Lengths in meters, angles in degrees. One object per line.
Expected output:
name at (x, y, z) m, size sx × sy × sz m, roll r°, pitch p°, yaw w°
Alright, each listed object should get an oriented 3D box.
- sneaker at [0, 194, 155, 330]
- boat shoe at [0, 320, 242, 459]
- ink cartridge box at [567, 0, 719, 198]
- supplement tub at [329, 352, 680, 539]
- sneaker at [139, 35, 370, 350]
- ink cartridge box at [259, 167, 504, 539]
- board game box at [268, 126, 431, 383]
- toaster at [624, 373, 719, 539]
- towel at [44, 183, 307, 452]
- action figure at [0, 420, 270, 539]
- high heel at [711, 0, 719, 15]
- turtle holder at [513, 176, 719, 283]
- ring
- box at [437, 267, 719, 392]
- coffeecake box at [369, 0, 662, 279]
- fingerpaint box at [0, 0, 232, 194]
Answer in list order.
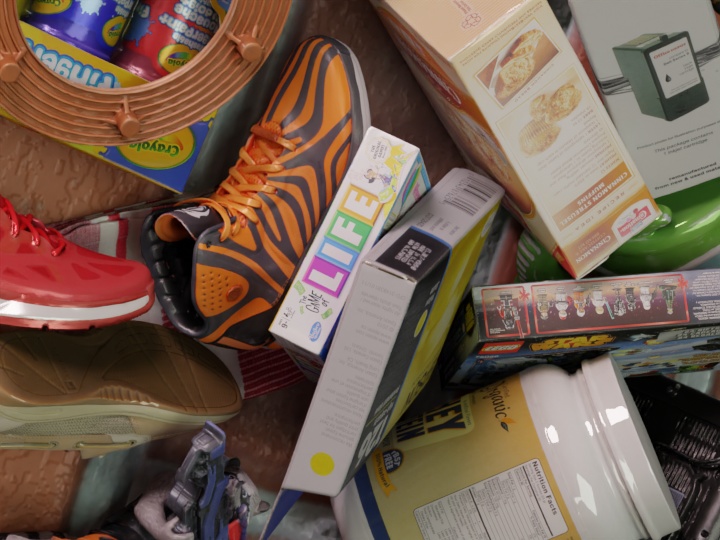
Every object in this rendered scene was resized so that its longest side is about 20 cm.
sneaker at (-0.209, -0.031, 1.577) m, size 0.199 × 0.078 × 0.117 m, roll 3°, pitch 100°, yaw -25°
boat shoe at (-0.159, 0.077, 1.636) m, size 0.199 × 0.072 × 0.065 m, roll 1°, pitch 140°, yaw -45°
ink cartridge box at (0.176, -0.167, 1.705) m, size 0.083 × 0.147 × 0.200 m, roll -18°, pitch 138°, yaw 7°
supplement tub at (0.093, 0.147, 1.748) m, size 0.199 × 0.145 × 0.145 m, roll -23°, pitch 118°, yaw 7°
sneaker at (-0.065, -0.047, 1.641) m, size 0.112 × 0.077 × 0.202 m, roll 5°, pitch 102°, yaw -44°
ink cartridge box at (0.014, 0.056, 1.648) m, size 0.198 × 0.047 × 0.201 m, roll -48°, pitch 158°, yaw -65°
board game box at (0.000, 0.000, 1.663) m, size 0.034 × 0.200 × 0.135 m, roll 25°, pitch 83°, yaw 9°
toaster at (0.207, 0.178, 1.850) m, size 0.118 × 0.180 × 0.201 m, roll 32°, pitch 84°, yaw -36°
towel at (-0.106, 0.022, 1.703) m, size 0.199 × 0.023 × 0.145 m, roll -15°, pitch 111°, yaw -29°
action figure at (-0.141, 0.156, 1.670) m, size 0.193 × 0.105 × 0.201 m, roll -18°, pitch 137°, yaw -33°
high heel at (0.169, -0.212, 1.797) m, size 0.142 × 0.071 × 0.200 m, roll -40°, pitch 121°, yaw -8°
turtle holder at (0.196, -0.034, 1.814) m, size 0.186 × 0.140 × 0.132 m, roll -53°, pitch 144°, yaw -22°
ring at (-0.129, -0.157, 1.519) m, size 0.199 × 0.019 × 0.202 m, roll -11°, pitch 124°, yaw -17°
box at (0.158, 0.038, 1.772) m, size 0.198 × 0.137 × 0.040 m, roll -4°, pitch 75°, yaw -10°
coffeecake box at (0.089, -0.114, 1.690) m, size 0.073 × 0.154 × 0.200 m, roll -37°, pitch 129°, yaw -4°
fingerpaint box at (-0.163, -0.160, 1.584) m, size 0.199 × 0.073 × 0.168 m, roll 25°, pitch 90°, yaw -35°
